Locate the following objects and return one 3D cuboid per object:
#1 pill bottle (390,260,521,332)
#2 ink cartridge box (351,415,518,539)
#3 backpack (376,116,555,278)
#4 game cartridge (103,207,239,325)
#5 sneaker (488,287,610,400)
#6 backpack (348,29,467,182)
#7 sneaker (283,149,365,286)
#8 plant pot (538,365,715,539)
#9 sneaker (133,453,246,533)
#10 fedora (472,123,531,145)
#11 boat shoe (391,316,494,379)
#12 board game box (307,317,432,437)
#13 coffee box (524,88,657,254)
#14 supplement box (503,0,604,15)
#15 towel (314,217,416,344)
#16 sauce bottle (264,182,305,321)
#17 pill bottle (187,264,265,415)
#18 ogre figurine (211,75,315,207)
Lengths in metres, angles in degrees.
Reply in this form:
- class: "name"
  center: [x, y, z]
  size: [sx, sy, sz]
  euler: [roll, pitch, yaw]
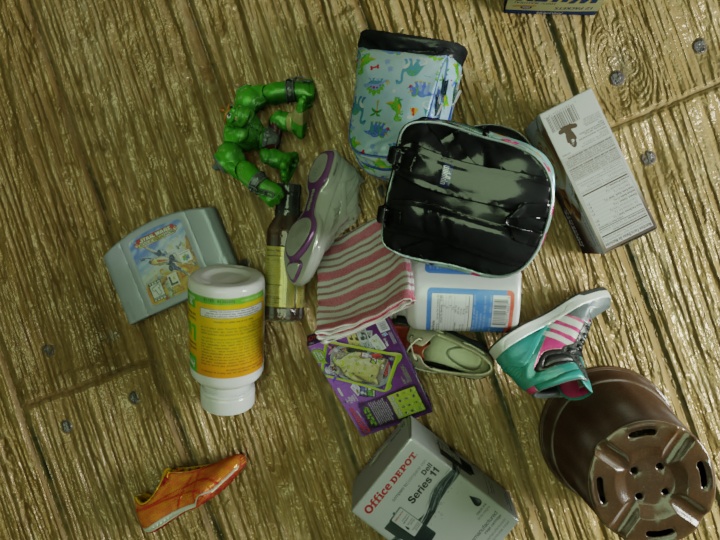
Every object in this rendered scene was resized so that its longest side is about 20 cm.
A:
- class: "pill bottle"
  center: [0.122, 0.029, 0.904]
  size: [0.196, 0.112, 0.115]
  euler: [3, 93, 7]
- class: "ink cartridge box"
  center: [0.103, 0.335, 0.922]
  size: [0.199, 0.083, 0.147]
  euler: [37, 98, -3]
- class: "backpack"
  center: [0.138, -0.088, 0.786]
  size: [0.197, 0.150, 0.181]
  euler: [17, 107, 17]
- class: "game cartridge"
  center: [-0.296, -0.014, 0.989]
  size: [0.197, 0.042, 0.135]
  euler: [-24, 94, 7]
- class: "sneaker"
  center: [0.287, 0.111, 0.870]
  size: [0.198, 0.084, 0.122]
  euler: [-26, 68, -14]
- class: "backpack"
  center: [0.055, -0.225, 0.894]
  size: [0.160, 0.154, 0.204]
  euler: [13, 107, 12]
- class: "sneaker"
  center: [-0.044, -0.067, 0.916]
  size: [0.074, 0.099, 0.203]
  euler: [6, 73, 49]
- class: "plant pot"
  center: [0.354, 0.246, 0.843]
  size: [0.196, 0.198, 0.204]
  euler: [0, 93, 6]
- class: "sneaker"
  center: [-0.268, 0.331, 0.984]
  size: [0.198, 0.073, 0.078]
  euler: [-30, 79, 4]
- class: "fedora"
  center: [0.169, -0.115, 0.901]
  size: [0.200, 0.090, 0.177]
  euler: [-42, 87, 7]
- class: "boat shoe"
  center: [0.100, 0.116, 0.935]
  size: [0.197, 0.063, 0.072]
  euler: [15, 96, 7]
- class: "board game box"
  center: [0.017, 0.150, 0.909]
  size: [0.118, 0.032, 0.202]
  euler: [-23, 124, 5]
- class: "coffee box"
  center: [0.310, -0.130, 0.874]
  size: [0.079, 0.114, 0.203]
  euler: [-26, 91, 7]
- class: "supplement box"
  center: [0.266, -0.464, 0.820]
  size: [0.132, 0.200, 0.204]
  euler: [4, 94, 7]
- class: "towel"
  center: [0.000, 0.000, 0.879]
  size: [0.145, 0.202, 0.030]
  euler: [-26, 129, 18]
- class: "sauce bottle"
  center: [-0.110, -0.028, 0.953]
  size: [0.063, 0.065, 0.204]
  euler: [4, 92, 6]
- class: "pill bottle"
  center: [-0.196, 0.103, 0.934]
  size: [0.109, 0.111, 0.204]
  euler: [5, 108, 6]
- class: "ogre figurine"
  center: [-0.144, -0.197, 0.930]
  size: [0.118, 0.098, 0.204]
  euler: [12, 91, 8]
